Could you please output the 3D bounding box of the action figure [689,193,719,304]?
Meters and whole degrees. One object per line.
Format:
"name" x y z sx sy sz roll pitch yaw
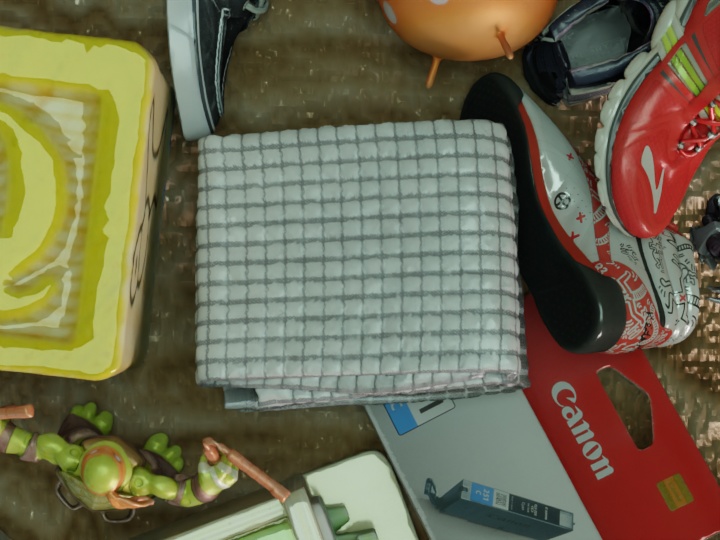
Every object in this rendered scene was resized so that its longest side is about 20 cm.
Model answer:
"action figure" 0.276 -0.050 1.376 0.129 0.069 0.201 -4 101 -9

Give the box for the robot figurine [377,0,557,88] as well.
"robot figurine" 0.068 -0.217 1.337 0.143 0.117 0.201 -1 78 7

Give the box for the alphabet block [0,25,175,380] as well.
"alphabet block" -0.219 -0.040 1.291 0.195 0.200 0.196 5 88 -2

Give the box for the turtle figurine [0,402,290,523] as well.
"turtle figurine" -0.142 0.120 1.307 0.199 0.161 0.065 11 88 -2

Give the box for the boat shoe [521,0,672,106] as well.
"boat shoe" 0.200 -0.161 1.361 0.199 0.093 0.075 -27 89 -2

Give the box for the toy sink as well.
"toy sink" -0.054 0.204 1.333 0.199 0.112 0.131 -19 89 -2

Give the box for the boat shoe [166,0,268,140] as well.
"boat shoe" -0.087 -0.182 1.368 0.067 0.072 0.201 0 81 0

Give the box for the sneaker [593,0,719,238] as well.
"sneaker" 0.207 -0.108 1.296 0.077 0.085 0.201 16 101 -44

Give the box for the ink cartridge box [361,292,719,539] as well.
"ink cartridge box" 0.110 0.106 1.341 0.176 0.045 0.201 -27 67 -2

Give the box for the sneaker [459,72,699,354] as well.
"sneaker" 0.141 -0.035 1.374 0.108 0.067 0.202 1 54 -39

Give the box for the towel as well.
"towel" 0.000 0.000 1.327 0.199 0.086 0.167 -4 78 10

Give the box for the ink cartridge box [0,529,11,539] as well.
"ink cartridge box" -0.313 0.197 1.364 0.200 0.050 0.162 41 88 8
